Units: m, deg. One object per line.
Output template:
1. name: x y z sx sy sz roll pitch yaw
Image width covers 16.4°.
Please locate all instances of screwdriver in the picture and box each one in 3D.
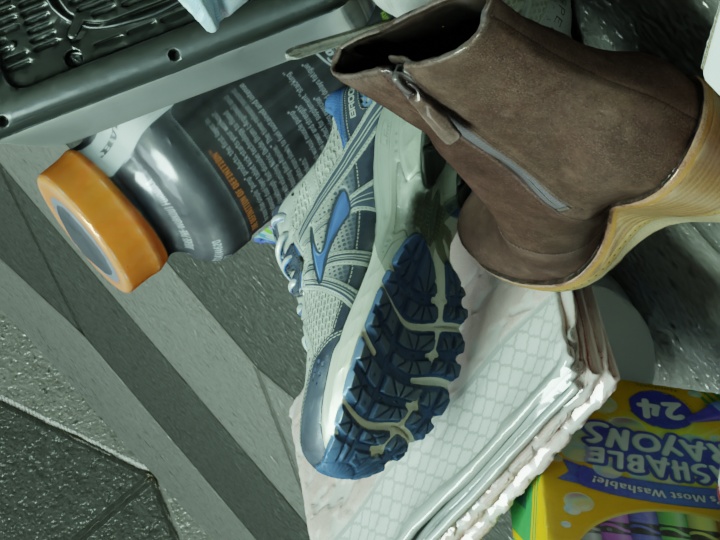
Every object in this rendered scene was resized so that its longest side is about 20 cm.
1. screwdriver: 0.014 -0.100 1.044 0.029 0.028 0.200 28 -159 10

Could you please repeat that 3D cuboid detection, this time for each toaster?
1. toaster: -0.091 -0.167 1.041 0.119 0.199 0.182 13 -124 -85

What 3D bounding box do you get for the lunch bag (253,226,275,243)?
1. lunch bag: -0.072 -0.101 1.343 0.201 0.127 0.170 65 163 -15

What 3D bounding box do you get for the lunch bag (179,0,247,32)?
1. lunch bag: -0.038 -0.207 0.844 0.127 0.169 0.200 44 165 32

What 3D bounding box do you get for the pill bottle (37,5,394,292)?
1. pill bottle: -0.058 -0.077 1.198 0.106 0.200 0.106 46 166 15

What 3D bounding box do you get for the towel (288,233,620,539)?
1. towel: 0.035 0.055 1.160 0.032 0.200 0.192 27 -153 -24

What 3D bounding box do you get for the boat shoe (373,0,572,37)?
1. boat shoe: 0.057 -0.112 1.018 0.069 0.071 0.200 31 174 23

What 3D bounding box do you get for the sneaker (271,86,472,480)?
1. sneaker: 0.000 0.000 1.120 0.085 0.201 0.077 -2 152 34

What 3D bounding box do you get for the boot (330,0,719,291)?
1. boot: 0.056 -0.057 1.008 0.166 0.073 0.200 25 160 -28

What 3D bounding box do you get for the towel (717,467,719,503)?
1. towel: 0.163 0.064 0.949 0.145 0.023 0.201 -92 1 -48

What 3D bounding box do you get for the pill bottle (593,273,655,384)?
1. pill bottle: 0.075 0.043 1.278 0.109 0.109 0.200 53 167 -12

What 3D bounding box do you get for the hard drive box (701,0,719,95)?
1. hard drive box: 0.183 -0.066 0.695 0.156 0.077 0.200 47 166 15

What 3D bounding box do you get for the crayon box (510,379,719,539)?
1. crayon box: 0.134 0.123 1.088 0.200 0.125 0.052 -92 12 -58
